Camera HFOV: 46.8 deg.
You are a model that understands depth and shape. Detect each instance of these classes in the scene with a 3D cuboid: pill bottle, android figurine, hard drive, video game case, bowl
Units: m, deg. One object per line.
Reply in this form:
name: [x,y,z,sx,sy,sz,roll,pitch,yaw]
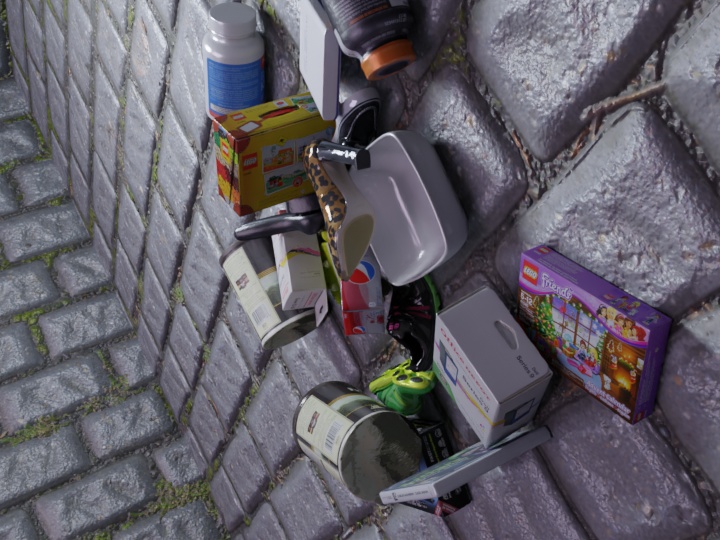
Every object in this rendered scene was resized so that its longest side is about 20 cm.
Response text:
pill bottle: [-0.228,-0.372,1.502,0.112,0.112,0.200,48,147,35]
android figurine: [-0.020,0.003,1.470,0.200,0.041,0.182,0,109,60]
pill bottle: [0.004,-0.355,1.093,0.106,0.106,0.200,-25,86,63]
hard drive: [-0.062,-0.325,1.241,0.200,0.025,0.132,-113,22,-55]
video game case: [0.145,0.279,1.185,0.023,0.200,0.182,66,153,8]
bowl: [0.073,-0.093,1.190,0.200,0.075,0.200,66,154,5]

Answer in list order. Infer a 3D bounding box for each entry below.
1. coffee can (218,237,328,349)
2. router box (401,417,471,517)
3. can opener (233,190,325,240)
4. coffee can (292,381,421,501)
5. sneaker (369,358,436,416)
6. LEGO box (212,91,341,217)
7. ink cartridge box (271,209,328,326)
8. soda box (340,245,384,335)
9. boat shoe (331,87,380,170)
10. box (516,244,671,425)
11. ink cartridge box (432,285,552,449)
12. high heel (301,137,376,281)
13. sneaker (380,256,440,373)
coffee can: [-0.174,0.036,1.657,0.200,0.146,0.146,60,152,15]
router box: [0.097,0.341,1.470,0.200,0.062,0.150,-14,96,63]
can opener: [-0.132,-0.087,1.464,0.200,0.063,0.079,-14,95,28]
coffee can: [-0.010,0.281,1.390,0.200,0.146,0.147,16,123,63]
sneaker: [0.085,0.197,1.395,0.084,0.074,0.200,53,157,-2]
LEGO box: [-0.130,-0.193,1.353,0.077,0.200,0.149,44,144,38]
ink cartridge box: [-0.114,-0.001,1.535,0.117,0.067,0.200,121,140,-66]
soda box: [0.000,0.000,1.295,0.070,0.063,0.200,84,-178,-51]
boat shoe: [-0.004,-0.197,1.260,0.068,0.072,0.200,62,155,16]
box: [0.267,0.072,0.989,0.200,0.039,0.137,38,139,46]
ink cartridge box: [0.169,0.133,1.108,0.145,0.087,0.200,56,166,24]
high heel: [-0.044,-0.093,1.237,0.142,0.071,0.201,20,110,48]
sneaker: [0.077,0.066,1.286,0.077,0.084,0.200,-27,85,62]
